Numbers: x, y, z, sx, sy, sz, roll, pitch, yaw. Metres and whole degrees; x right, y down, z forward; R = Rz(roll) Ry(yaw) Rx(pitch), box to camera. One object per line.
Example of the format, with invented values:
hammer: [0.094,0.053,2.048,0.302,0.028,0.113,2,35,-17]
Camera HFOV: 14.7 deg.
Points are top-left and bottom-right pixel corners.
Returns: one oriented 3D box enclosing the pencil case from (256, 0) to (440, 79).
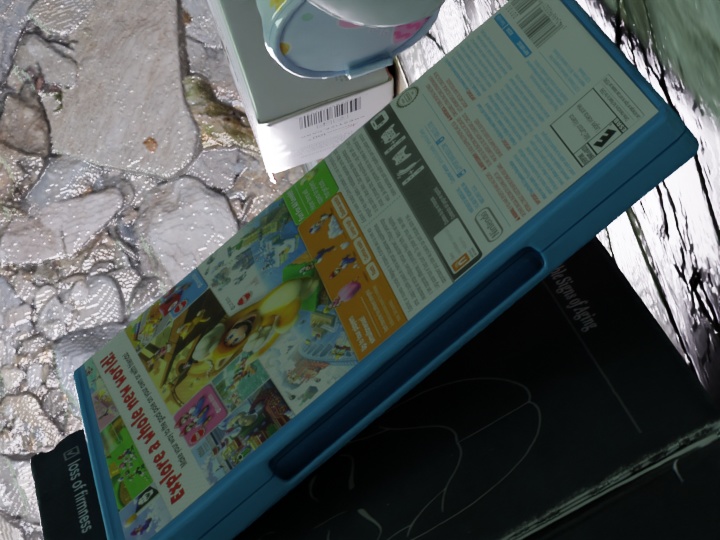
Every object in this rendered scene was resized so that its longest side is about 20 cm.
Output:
pencil case: [-0.031,-0.182,1.247,0.091,0.083,0.200,101,152,-57]

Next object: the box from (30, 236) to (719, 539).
box: [0.020,0.095,0.837,0.124,0.196,0.200,59,-177,-24]

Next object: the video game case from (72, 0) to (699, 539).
video game case: [0.000,0.000,0.828,0.018,0.200,0.143,47,-173,-24]

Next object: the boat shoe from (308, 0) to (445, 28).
boat shoe: [-0.016,-0.173,1.096,0.199,0.073,0.068,49,-146,-49]

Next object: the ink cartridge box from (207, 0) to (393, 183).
ink cartridge box: [-0.051,-0.169,1.658,0.176,0.084,0.201,91,160,-80]
